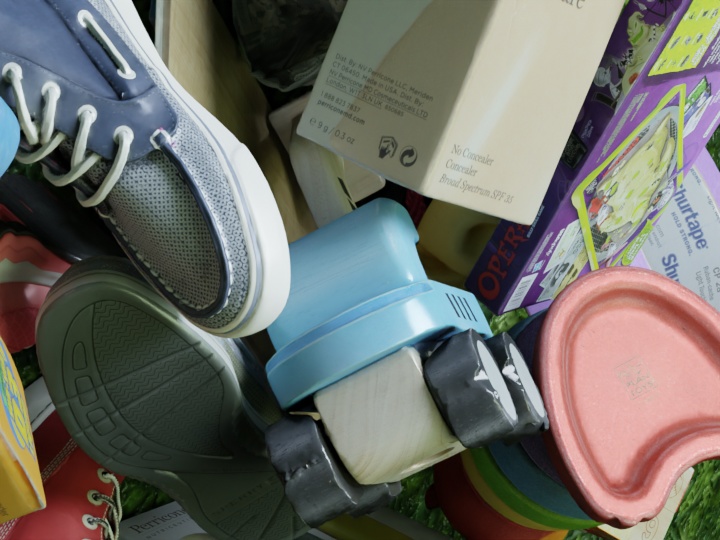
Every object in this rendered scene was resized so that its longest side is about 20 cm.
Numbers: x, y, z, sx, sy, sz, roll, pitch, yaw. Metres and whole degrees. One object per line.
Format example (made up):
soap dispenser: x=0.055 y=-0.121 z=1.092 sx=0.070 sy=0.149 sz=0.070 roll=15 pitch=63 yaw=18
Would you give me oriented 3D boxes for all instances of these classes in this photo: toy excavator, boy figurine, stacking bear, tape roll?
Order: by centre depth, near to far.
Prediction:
toy excavator: x=0.000 y=0.000 z=1.018 sx=0.100 sy=0.201 sz=0.194 roll=-25 pitch=171 yaw=11
stacking bear: x=0.097 y=0.084 z=1.122 sx=0.121 sy=0.114 sz=0.200 roll=-25 pitch=169 yaw=-28
boy figurine: x=0.072 y=-0.033 z=1.128 sx=0.200 sy=0.064 sz=0.124 roll=-48 pitch=152 yaw=8
tape roll: x=0.157 y=-0.011 z=1.302 sx=0.200 sy=0.065 sz=0.201 roll=38 pitch=40 yaw=-40

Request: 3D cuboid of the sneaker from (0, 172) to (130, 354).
sneaker: x=-0.167 y=0.010 z=0.948 sx=0.087 sy=0.074 sz=0.200 roll=-56 pitch=151 yaw=16

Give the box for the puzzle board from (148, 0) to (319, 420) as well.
puzzle board: x=-0.058 y=-0.033 z=1.048 sx=0.200 sy=0.017 sz=0.151 roll=60 pitch=23 yaw=-51

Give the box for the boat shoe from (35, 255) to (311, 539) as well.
boat shoe: x=-0.077 y=0.051 z=0.982 sx=0.074 sy=0.065 sz=0.202 roll=-30 pitch=139 yaw=12

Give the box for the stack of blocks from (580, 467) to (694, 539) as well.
stack of blocks: x=0.083 y=0.091 z=1.305 sx=0.200 sy=0.115 sz=0.059 roll=32 pitch=80 yaw=-39

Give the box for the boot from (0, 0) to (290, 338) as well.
boot: x=-0.112 y=-0.053 z=0.883 sx=0.090 sy=0.200 sz=0.073 roll=-11 pitch=149 yaw=-49

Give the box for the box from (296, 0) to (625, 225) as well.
box: x=0.060 y=-0.130 z=0.973 sx=0.095 sy=0.078 sz=0.201 roll=11 pitch=104 yaw=-53

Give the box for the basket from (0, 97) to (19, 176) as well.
basket: x=-0.220 y=-0.011 z=0.737 sx=0.200 sy=0.176 sz=0.139 roll=-47 pitch=138 yaw=-13

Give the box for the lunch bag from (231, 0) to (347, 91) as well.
lunch bag: x=0.030 y=-0.182 z=1.072 sx=0.164 sy=0.117 sz=0.201 roll=-21 pitch=131 yaw=-47

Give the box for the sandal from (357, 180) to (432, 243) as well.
sandal: x=0.045 y=-0.053 z=1.166 sx=0.075 sy=0.045 sz=0.200 roll=-36 pitch=165 yaw=-25

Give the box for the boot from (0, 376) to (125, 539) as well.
boot: x=-0.113 y=0.119 z=1.003 sx=0.200 sy=0.144 sz=0.073 roll=-46 pitch=140 yaw=-34

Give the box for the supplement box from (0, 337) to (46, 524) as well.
supplement box: x=-0.214 y=0.078 z=0.796 sx=0.199 sy=0.067 sz=0.069 roll=-21 pitch=136 yaw=3

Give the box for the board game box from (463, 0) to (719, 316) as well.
board game box: x=0.132 y=-0.071 z=1.058 sx=0.120 sy=0.032 sz=0.201 roll=-9 pitch=136 yaw=-49

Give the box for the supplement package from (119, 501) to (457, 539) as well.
supplement package: x=-0.017 y=0.214 z=1.146 sx=0.151 sy=0.199 sz=0.152 roll=-16 pitch=121 yaw=-52
